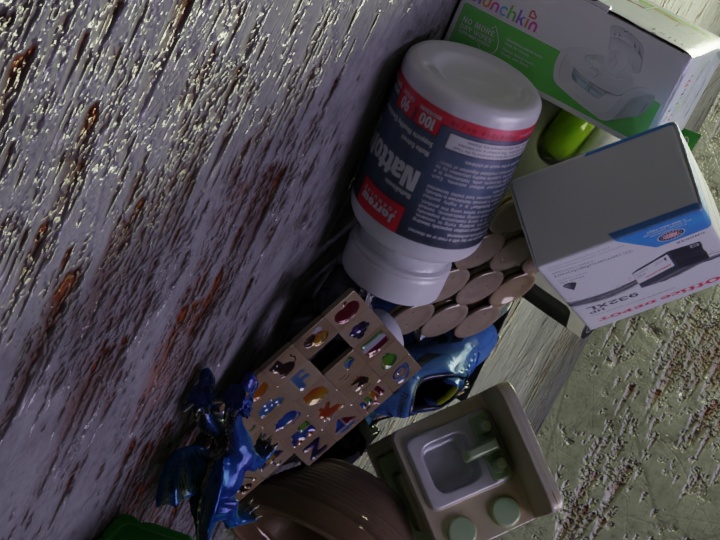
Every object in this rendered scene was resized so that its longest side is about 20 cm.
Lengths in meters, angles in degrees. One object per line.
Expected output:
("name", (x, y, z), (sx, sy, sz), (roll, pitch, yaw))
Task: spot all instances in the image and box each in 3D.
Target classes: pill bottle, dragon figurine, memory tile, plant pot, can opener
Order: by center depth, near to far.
("dragon figurine", (-0.120, 0.170, 1.430), (0.099, 0.059, 0.201), (13, 98, -63))
("pill bottle", (0.059, -0.076, 1.495), (0.120, 0.119, 0.200), (-38, 154, -58))
("can opener", (0.000, 0.000, 1.589), (0.200, 0.078, 0.064), (-53, 140, -50))
("memory tile", (0.118, -0.005, 1.622), (0.153, 0.017, 0.200), (2, 140, -48))
("plant pot", (-0.019, 0.242, 1.712), (0.093, 0.200, 0.201), (-57, 167, -24))

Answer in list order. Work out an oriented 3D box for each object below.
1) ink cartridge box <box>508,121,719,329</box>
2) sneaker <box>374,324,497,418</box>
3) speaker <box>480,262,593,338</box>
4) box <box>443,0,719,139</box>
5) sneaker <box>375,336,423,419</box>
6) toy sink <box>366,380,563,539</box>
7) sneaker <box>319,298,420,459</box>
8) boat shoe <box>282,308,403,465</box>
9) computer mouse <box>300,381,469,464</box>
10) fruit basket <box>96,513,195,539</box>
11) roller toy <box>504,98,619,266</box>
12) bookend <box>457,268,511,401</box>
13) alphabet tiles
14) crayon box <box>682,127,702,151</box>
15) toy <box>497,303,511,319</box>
("ink cartridge box", (0.227, -0.033, 1.533), (0.145, 0.084, 0.200), (-21, 158, 13))
("sneaker", (0.079, 0.097, 1.707), (0.200, 0.078, 0.066), (-19, 129, -48))
("speaker", (0.165, -0.020, 1.828), (0.081, 0.200, 0.081), (-49, 165, -19))
("box", (0.199, -0.199, 1.577), (0.097, 0.200, 0.176), (-65, 167, 20))
("sneaker", (0.043, 0.076, 1.847), (0.095, 0.079, 0.200), (-28, 145, -62))
("toy sink", (0.091, 0.197, 1.722), (0.112, 0.131, 0.200), (-22, 175, -16))
("sneaker", (-0.005, 0.108, 1.733), (0.111, 0.077, 0.200), (-60, 177, -43))
("boat shoe", (-0.035, 0.111, 1.627), (0.066, 0.070, 0.200), (-23, 161, -49))
("computer mouse", (0.026, 0.162, 1.841), (0.200, 0.034, 0.059), (-28, 169, 22))
("fruit basket", (-0.191, 0.315, 1.387), (0.216, 0.155, 0.216), (-44, 142, -50))
("roller toy", (0.147, -0.104, 1.716), (0.200, 0.140, 0.182), (-54, 174, 15))
("bookend", (0.153, 0.016, 2.090), (0.199, 0.092, 0.200), (-37, 155, -59))
("alphabet tiles", (-0.052, 0.115, 1.535), (0.200, 0.008, 0.167), (-41, 147, 0))
("crayon box", (0.229, -0.126, 1.842), (0.052, 0.200, 0.126), (36, 83, -50))
("toy", (0.083, 0.070, 1.944), (0.200, 0.047, 0.115), (-43, -176, 23))
